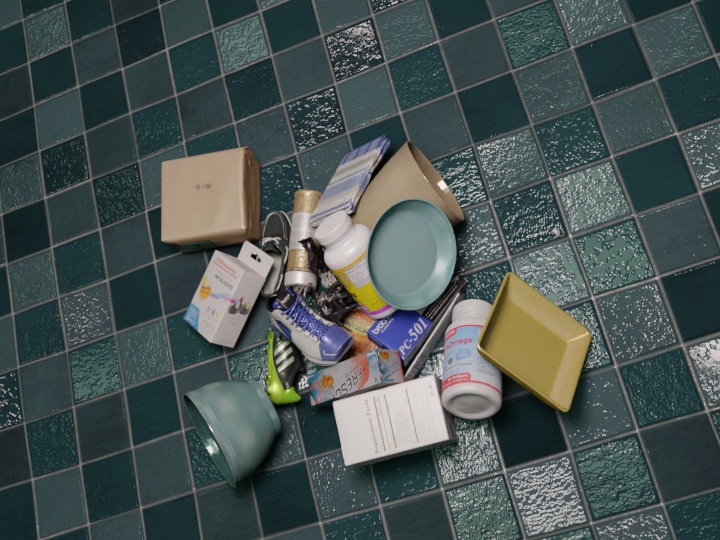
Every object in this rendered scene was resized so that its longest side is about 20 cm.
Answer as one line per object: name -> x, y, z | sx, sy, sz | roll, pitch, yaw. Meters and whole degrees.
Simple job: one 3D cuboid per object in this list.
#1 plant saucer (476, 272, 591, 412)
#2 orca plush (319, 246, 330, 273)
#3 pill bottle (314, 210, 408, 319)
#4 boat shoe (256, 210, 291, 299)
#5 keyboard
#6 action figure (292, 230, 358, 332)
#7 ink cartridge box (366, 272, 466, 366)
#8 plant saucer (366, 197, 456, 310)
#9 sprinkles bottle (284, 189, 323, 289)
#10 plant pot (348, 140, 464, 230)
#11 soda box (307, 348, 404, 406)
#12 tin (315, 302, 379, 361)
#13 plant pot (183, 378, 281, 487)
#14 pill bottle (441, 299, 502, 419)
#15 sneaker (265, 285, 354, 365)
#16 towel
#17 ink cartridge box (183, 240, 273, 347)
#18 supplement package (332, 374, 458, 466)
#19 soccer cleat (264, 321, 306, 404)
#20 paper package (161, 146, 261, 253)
plant saucer -> 0.303, 0.133, 1.496 | 0.199, 0.049, 0.201 | 35, 49, -3
orca plush -> 0.000, 0.000, 1.674 | 0.198, 0.071, 0.106 | 30, 85, 21
pill bottle -> 0.001, -0.013, 1.558 | 0.103, 0.201, 0.105 | -31, 25, 16
boat shoe -> -0.178, -0.034, 1.742 | 0.074, 0.060, 0.204 | -9, 73, 15
keyboard -> 0.139, 0.133, 1.605 | 0.011, 0.056, 0.202 | 32, 86, 18
action figure -> -0.073, 0.027, 1.630 | 0.118, 0.101, 0.203 | -20, 78, 31
ink cartridge box -> 0.109, 0.077, 1.610 | 0.093, 0.044, 0.201 | 34, 73, 20
plant saucer -> 0.086, -0.031, 1.526 | 0.036, 0.198, 0.203 | 11, 75, 58
sprinkles bottle -> -0.114, -0.062, 1.726 | 0.067, 0.068, 0.204 | 1, 76, 16
plant pot -> 0.071, -0.115, 1.639 | 0.199, 0.187, 0.189 | -37, 68, 15
soda box -> -0.011, 0.204, 1.578 | 0.199, 0.068, 0.065 | -26, 66, 41
tin -> -0.003, 0.131, 1.659 | 0.198, 0.042, 0.113 | 24, 87, 21
plant pot -> -0.236, 0.293, 1.616 | 0.133, 0.201, 0.201 | -29, 67, -21
pill bottle -> 0.205, 0.158, 1.527 | 0.107, 0.109, 0.202 | -5, 51, 15
sneaker -> -0.115, 0.097, 1.587 | 0.198, 0.116, 0.081 | 25, 64, 31
towel -> -0.023, -0.177, 1.683 | 0.146, 0.024, 0.202 | -17, 40, 50
ink cartridge box -> -0.269, 0.039, 1.710 | 0.115, 0.067, 0.202 | 30, 95, 42
supplement package -> 0.066, 0.281, 1.551 | 0.197, 0.121, 0.122 | -17, 74, 12
soccer cleat -> -0.151, 0.171, 1.683 | 0.080, 0.068, 0.203 | 5, 66, -13
paper package -> -0.317, -0.147, 1.791 | 0.196, 0.103, 0.194 | -7, 73, 14
